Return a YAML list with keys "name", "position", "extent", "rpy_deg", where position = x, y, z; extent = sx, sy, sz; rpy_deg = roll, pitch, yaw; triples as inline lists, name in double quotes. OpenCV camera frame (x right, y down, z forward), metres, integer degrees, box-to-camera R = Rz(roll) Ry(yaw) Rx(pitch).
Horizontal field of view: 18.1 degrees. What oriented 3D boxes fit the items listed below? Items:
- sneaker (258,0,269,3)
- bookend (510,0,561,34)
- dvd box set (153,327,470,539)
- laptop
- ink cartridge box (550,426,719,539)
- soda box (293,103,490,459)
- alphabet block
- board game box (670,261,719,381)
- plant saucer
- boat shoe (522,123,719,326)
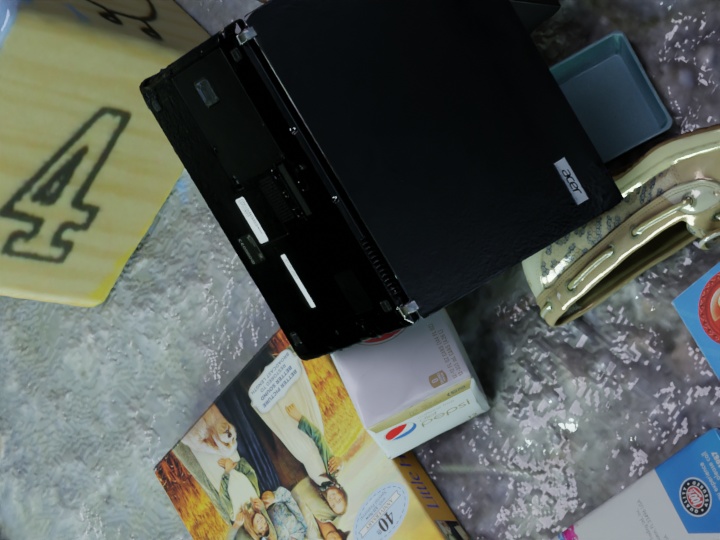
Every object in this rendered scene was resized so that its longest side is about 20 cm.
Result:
- name: "sneaker"
  position: [-0.004, -0.149, 1.190]
  extent: [0.200, 0.076, 0.071]
  rpy_deg: [40, 124, 9]
- name: "bookend"
  position: [0.056, -0.212, 1.237]
  extent: [0.200, 0.092, 0.199]
  rpy_deg: [-44, 62, 35]
- name: "dvd box set"
  position: [-0.026, 0.146, 1.310]
  extent: [0.146, 0.029, 0.200]
  rpy_deg: [-47, 59, 23]
- name: "laptop"
  position: [0.004, -0.066, 1.169]
  extent: [0.178, 0.103, 0.200]
  rpy_deg: [59, 150, -5]
- name: "ink cartridge box"
  position: [0.143, 0.183, 1.148]
  extent: [0.200, 0.067, 0.117]
  rpy_deg: [-38, 63, 23]
- name: "soda box"
  position: [0.000, 0.000, 1.277]
  extent: [0.068, 0.064, 0.201]
  rpy_deg: [-26, 67, 2]
- name: "alphabet block"
  position: [-0.234, -0.113, 1.396]
  extent: [0.195, 0.200, 0.197]
  rpy_deg: [45, 111, 31]
- name: "board game box"
  position: [0.279, 0.037, 1.079]
  extent: [0.200, 0.056, 0.196]
  rpy_deg: [-42, 62, 25]
- name: "plant saucer"
  position: [0.069, -0.055, 1.228]
  extent: [0.199, 0.019, 0.070]
  rpy_deg: [-29, 61, 7]
- name: "boat shoe"
  position: [0.165, -0.029, 1.170]
  extent: [0.200, 0.073, 0.063]
  rpy_deg: [-26, 75, 43]
